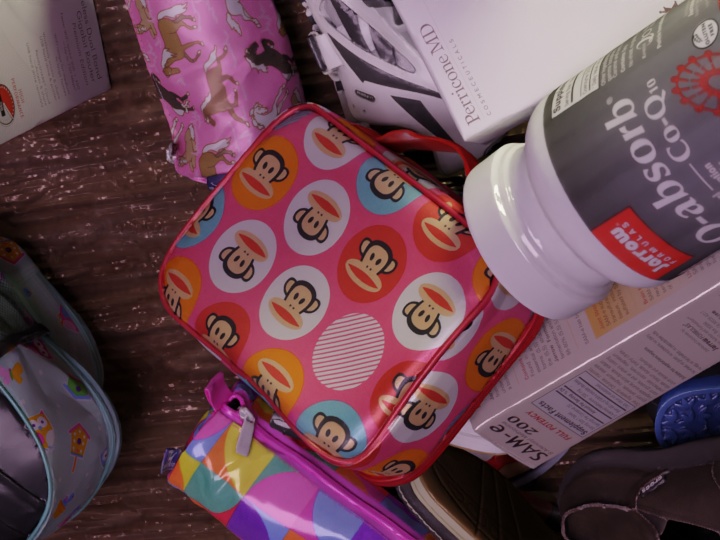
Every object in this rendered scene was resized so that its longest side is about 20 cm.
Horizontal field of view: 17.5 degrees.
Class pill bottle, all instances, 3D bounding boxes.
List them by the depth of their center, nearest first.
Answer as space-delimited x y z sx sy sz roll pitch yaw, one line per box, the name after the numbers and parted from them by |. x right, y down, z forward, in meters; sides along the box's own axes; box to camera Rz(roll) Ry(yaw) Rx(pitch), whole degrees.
0.156 -0.062 1.177 0.200 0.116 0.116 -34 92 32 | pill bottle

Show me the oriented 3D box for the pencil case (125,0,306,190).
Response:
-0.096 -0.150 1.382 0.083 0.086 0.200 -2 109 55 | pencil case

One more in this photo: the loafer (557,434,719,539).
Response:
0.168 0.136 1.277 0.073 0.071 0.200 23 158 -21 | loafer

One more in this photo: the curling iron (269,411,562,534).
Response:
0.038 0.129 1.425 0.200 0.026 0.050 22 128 -3 | curling iron

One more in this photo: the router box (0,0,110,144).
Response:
-0.227 -0.180 1.371 0.049 0.179 0.200 -4 107 24 | router box

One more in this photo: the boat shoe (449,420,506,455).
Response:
0.020 0.031 1.364 0.200 0.071 0.069 34 117 10 | boat shoe

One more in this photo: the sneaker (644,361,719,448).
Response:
0.259 0.064 1.315 0.200 0.078 0.070 0 117 0 | sneaker

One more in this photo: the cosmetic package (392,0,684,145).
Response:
0.124 -0.158 1.248 0.200 0.085 0.108 -29 88 9 | cosmetic package

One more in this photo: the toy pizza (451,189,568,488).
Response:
0.045 0.048 1.417 0.200 0.032 0.200 8 110 21 | toy pizza

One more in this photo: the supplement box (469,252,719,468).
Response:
0.141 0.003 1.290 0.200 0.074 0.126 -31 53 20 | supplement box

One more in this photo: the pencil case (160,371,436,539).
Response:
-0.028 0.152 1.455 0.200 0.088 0.088 37 118 5 | pencil case

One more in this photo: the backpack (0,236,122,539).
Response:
-0.250 0.088 1.487 0.176 0.153 0.200 -42 79 31 | backpack

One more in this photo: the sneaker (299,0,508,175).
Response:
-0.001 -0.132 1.351 0.200 0.074 0.089 41 116 6 | sneaker

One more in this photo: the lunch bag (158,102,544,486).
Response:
0.000 0.000 1.284 0.176 0.082 0.200 -52 54 6 | lunch bag

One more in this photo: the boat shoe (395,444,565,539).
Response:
0.083 0.174 1.378 0.065 0.073 0.200 -32 122 27 | boat shoe
